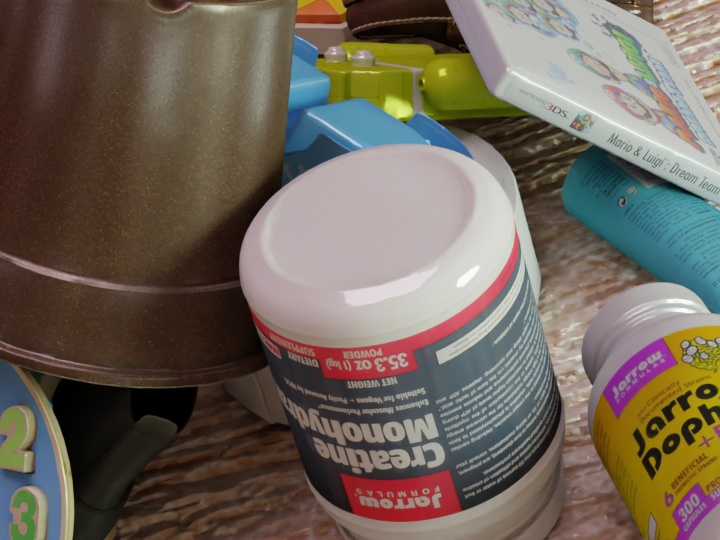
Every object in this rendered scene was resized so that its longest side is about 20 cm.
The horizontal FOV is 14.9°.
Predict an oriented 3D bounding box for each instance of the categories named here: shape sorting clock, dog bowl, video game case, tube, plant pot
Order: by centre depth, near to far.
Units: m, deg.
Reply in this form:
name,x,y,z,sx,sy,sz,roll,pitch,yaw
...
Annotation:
name,x,y,z,sx,sy,sz,roll,pitch,yaw
plant pot,-0.120,-0.069,1.425,0.200,0.199,0.200,10,21,-4
shape sorting clock,-0.232,0.121,1.445,0.199,0.201,0.039,12,3,33
dog bowl,-0.032,-0.081,1.537,0.200,0.050,0.111,34,24,21
tube,0.194,-0.009,1.541,0.077,0.051,0.200,-28,42,-22
video game case,0.131,-0.123,1.606,0.024,0.182,0.200,-55,28,22

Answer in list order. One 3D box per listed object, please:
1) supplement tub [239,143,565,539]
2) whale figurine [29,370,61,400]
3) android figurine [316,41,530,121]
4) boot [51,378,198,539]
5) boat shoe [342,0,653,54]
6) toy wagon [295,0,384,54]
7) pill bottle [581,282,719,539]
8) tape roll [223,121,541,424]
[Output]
name,x,y,z,sx,sy,sz,roll,pitch,yaw
supplement tub,0.027,0.050,1.403,0.140,0.200,0.141,-11,38,9
whale figurine,-0.236,0.047,1.524,0.200,0.104,0.160,14,79,59
android figurine,0.036,-0.114,1.661,0.199,0.041,0.182,-2,8,-20
boot,-0.125,0.054,1.504,0.077,0.138,0.200,21,43,-22
boat shoe,0.088,-0.166,1.755,0.199,0.071,0.070,-9,1,11
toy wagon,-0.023,-0.210,1.880,0.155,0.040,0.200,-25,38,-11
pill bottle,0.177,0.091,1.372,0.104,0.104,0.200,-21,37,-5
tape roll,0.000,0.000,1.583,0.202,0.071,0.203,-10,38,8
